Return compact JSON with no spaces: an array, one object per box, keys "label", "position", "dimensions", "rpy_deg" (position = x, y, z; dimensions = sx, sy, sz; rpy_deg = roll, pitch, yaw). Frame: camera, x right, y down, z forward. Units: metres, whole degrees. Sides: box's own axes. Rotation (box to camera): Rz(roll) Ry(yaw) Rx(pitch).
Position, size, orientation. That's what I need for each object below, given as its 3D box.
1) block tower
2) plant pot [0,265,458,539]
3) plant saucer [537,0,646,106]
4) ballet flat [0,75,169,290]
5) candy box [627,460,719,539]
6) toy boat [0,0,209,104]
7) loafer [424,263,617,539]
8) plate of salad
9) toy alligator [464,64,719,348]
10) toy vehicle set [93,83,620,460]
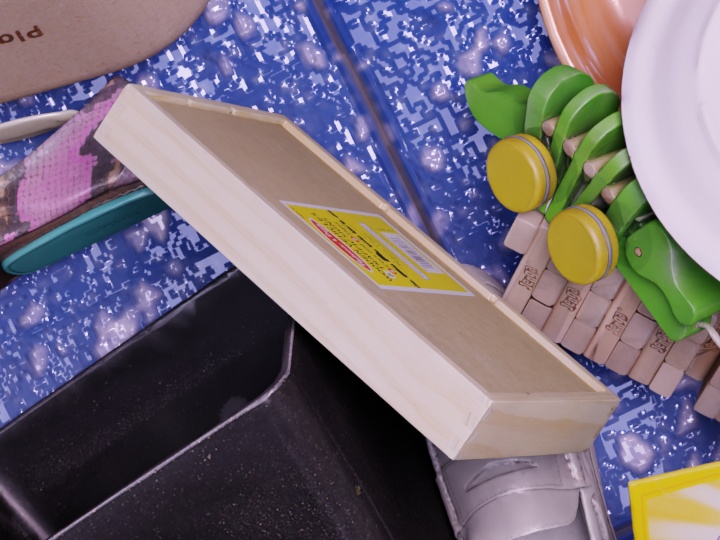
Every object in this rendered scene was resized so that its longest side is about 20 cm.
[{"label":"block tower","position":[0.151,0.025,1.003],"dimensions":[0.199,0.054,0.058],"rpy_deg":[28,133,2]},{"label":"plant pot","position":[-0.052,0.128,0.999],"dimensions":[0.199,0.200,0.178],"rpy_deg":[-35,105,12]},{"label":"plant saucer","position":[0.169,-0.133,0.993],"dimensions":[0.199,0.037,0.202],"rpy_deg":[1,99,7]},{"label":"ballet flat","position":[-0.167,-0.017,1.053],"dimensions":[0.199,0.069,0.071],"rpy_deg":[-31,76,8]},{"label":"candy box","position":[0.191,0.106,0.882],"dimensions":[0.199,0.026,0.103],"rpy_deg":[-17,65,32]},{"label":"toy boat","position":[-0.154,-0.149,1.007],"dimensions":[0.199,0.131,0.132],"rpy_deg":[-15,65,6]},{"label":"loafer","position":[0.069,0.094,1.027],"dimensions":[0.070,0.070,0.201],"rpy_deg":[-23,95,11]},{"label":"plate of salad","position":[0.198,-0.063,0.929],"dimensions":[0.199,0.048,0.201],"rpy_deg":[-3,64,7]},{"label":"toy alligator","position":[0.111,-0.019,0.948],"dimensions":[0.200,0.059,0.054],"rpy_deg":[50,141,24]},{"label":"toy vehicle set","position":[0.000,0.000,0.960],"dimensions":[0.200,0.124,0.027],"rpy_deg":[41,106,24]}]
